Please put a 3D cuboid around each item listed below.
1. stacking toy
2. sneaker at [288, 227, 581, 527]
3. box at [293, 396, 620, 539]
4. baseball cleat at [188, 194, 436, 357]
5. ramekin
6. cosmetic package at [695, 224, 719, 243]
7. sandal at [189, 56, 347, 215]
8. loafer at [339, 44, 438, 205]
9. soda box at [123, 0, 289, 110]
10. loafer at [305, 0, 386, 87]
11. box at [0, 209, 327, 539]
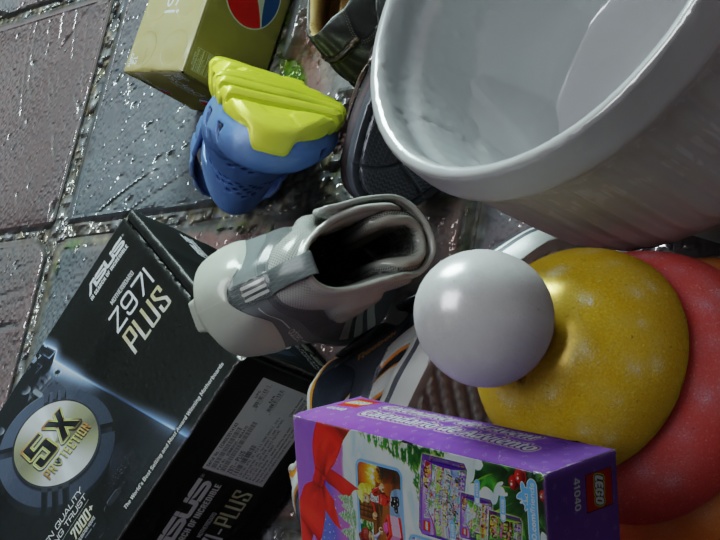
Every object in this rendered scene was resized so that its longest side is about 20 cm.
[{"bbox_3d":[0.093,0.034,0.580,0.146,0.200,0.146,-22,55,36],"label":"stacking toy"},{"bbox_3d":[0.030,0.050,0.729,0.200,0.078,0.079,-52,39,8],"label":"sneaker"},{"bbox_3d":[0.037,0.154,0.553,0.137,0.039,0.200,7,103,50],"label":"box"},{"bbox_3d":[0.000,0.000,0.726,0.106,0.200,0.070,-21,92,24],"label":"baseball cleat"},{"bbox_3d":[0.108,-0.102,0.622,0.200,0.105,0.200,-33,41,35],"label":"ramekin"},{"bbox_3d":[0.214,-0.072,0.624,0.200,0.052,0.151,22,89,49],"label":"cosmetic package"},{"bbox_3d":[-0.059,-0.070,0.856,0.200,0.079,0.087,-122,50,-79],"label":"sandal"},{"bbox_3d":[0.044,-0.122,0.819,0.200,0.072,0.063,-63,25,-5],"label":"loafer"},{"bbox_3d":[-0.082,-0.207,0.983,0.068,0.064,0.200,7,75,47],"label":"soda box"},{"bbox_3d":[0.002,-0.197,0.885,0.073,0.072,0.200,-29,51,34],"label":"loafer"},{"bbox_3d":[-0.122,0.095,0.855,0.200,0.086,0.164,-55,41,10],"label":"box"}]
